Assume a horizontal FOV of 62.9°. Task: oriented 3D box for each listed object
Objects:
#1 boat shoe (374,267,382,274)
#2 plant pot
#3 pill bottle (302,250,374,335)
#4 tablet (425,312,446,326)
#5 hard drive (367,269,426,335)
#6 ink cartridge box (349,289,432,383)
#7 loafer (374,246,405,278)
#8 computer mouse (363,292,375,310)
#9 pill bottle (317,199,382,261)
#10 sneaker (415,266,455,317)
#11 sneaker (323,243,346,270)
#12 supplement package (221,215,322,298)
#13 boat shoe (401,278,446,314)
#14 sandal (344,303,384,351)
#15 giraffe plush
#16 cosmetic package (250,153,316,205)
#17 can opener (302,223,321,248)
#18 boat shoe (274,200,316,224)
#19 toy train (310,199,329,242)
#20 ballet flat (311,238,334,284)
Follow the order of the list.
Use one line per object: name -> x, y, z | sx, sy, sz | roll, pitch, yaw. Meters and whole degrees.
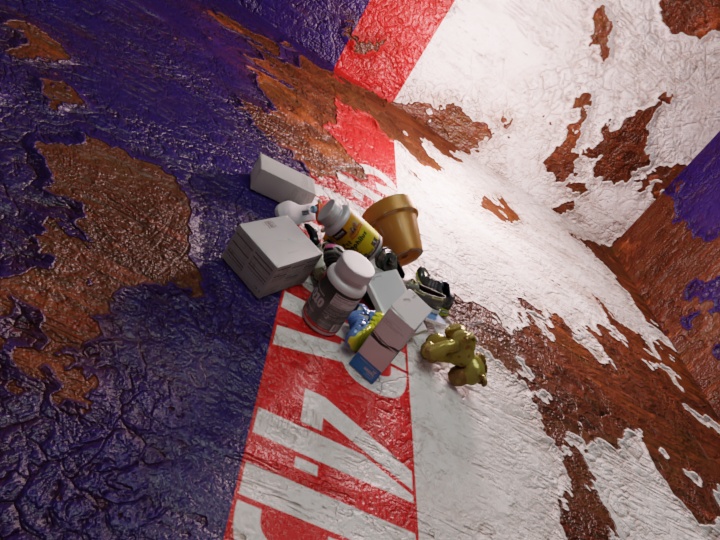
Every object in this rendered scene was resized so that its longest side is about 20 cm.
boat shoe -> 0.000, 0.000, 1.728 | 0.198, 0.074, 0.070 | 4, 63, -55
plant pot -> 0.120, -0.121, 1.964 | 0.197, 0.199, 0.187 | 3, 58, -45
pill bottle -> -0.055, 0.055, 1.476 | 0.112, 0.202, 0.115 | 26, 29, -16
tablet -> 0.177, 0.102, 1.825 | 0.128, 0.014, 0.201 | 20, 22, -34
hard drive -> 0.097, 0.097, 1.677 | 0.130, 0.027, 0.203 | -10, 65, -40
ink cartridge box -> 0.076, 0.162, 1.468 | 0.084, 0.202, 0.144 | 39, 29, 9
loafer -> 0.098, -0.020, 1.818 | 0.062, 0.073, 0.200 | 29, -4, 20
computer mouse -> 0.089, 0.104, 1.722 | 0.199, 0.053, 0.138 | 43, 30, 10
pill bottle -> -0.033, -0.118, 1.752 | 0.199, 0.109, 0.110 | 40, 24, -26
sneaker -> 0.253, 0.055, 1.948 | 0.073, 0.082, 0.202 | 7, 41, -43
sneaker -> -0.059, 0.024, 1.571 | 0.072, 0.203, 0.089 | -1, 41, 14
supplement package -> -0.225, -0.040, 1.518 | 0.156, 0.112, 0.199 | 45, 29, 15
boat shoe -> 0.169, 0.059, 1.802 | 0.199, 0.061, 0.072 | 30, 17, -6
sandal -> -0.006, 0.144, 1.544 | 0.086, 0.080, 0.200 | 35, 20, 6
giraffe plush -> 0.283, 0.249, 1.647 | 0.165, 0.197, 0.172 | 65, 25, -7
cosmetic package -> -0.245, -0.276, 1.867 | 0.196, 0.086, 0.109 | 23, 31, -23
can opener -> -0.151, -0.103, 1.693 | 0.079, 0.063, 0.200 | 54, 5, -17
boat shoe -> -0.205, -0.171, 1.778 | 0.199, 0.064, 0.074 | -20, 97, -60
toy train -> -0.065, -0.142, 1.841 | 0.197, 0.055, 0.154 | 12, 69, -42
ballet flat -> -0.107, -0.034, 1.680 | 0.201, 0.066, 0.077 | -75, 149, -61
